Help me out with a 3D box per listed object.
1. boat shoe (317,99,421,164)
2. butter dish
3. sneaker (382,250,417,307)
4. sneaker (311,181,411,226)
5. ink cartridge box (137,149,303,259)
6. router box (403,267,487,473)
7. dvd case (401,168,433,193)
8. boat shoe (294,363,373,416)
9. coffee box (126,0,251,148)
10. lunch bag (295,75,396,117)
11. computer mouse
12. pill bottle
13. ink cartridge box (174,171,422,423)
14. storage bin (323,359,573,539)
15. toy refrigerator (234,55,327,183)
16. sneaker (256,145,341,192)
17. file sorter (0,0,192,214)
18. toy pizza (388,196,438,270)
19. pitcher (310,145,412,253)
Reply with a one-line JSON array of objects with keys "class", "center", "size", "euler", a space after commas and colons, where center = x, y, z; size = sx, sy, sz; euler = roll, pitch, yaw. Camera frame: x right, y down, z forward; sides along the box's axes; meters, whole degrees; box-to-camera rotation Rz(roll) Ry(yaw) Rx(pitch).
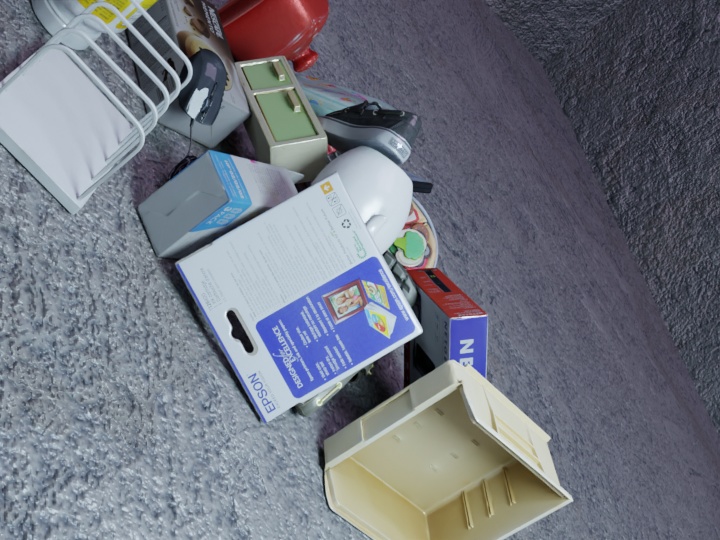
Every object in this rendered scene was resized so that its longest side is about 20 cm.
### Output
[{"class": "boat shoe", "center": [0.008, -0.181, 1.307], "size": [0.070, 0.066, 0.200], "euler": [40, -10, -29]}, {"class": "butter dish", "center": [-0.117, -0.364, 1.554], "size": [0.148, 0.198, 0.200], "euler": [56, 21, -18]}, {"class": "sneaker", "center": [0.000, 0.000, 1.347], "size": [0.199, 0.076, 0.079], "euler": [28, 0, 33]}, {"class": "sneaker", "center": [-0.021, -0.085, 1.536], "size": [0.199, 0.081, 0.075], "euler": [38, 59, -2]}, {"class": "ink cartridge box", "center": [-0.142, -0.066, 1.193], "size": [0.200, 0.115, 0.068], "euler": [5, 55, -62]}, {"class": "router box", "center": [0.102, 0.118, 1.299], "size": [0.180, 0.048, 0.202], "euler": [-131, -142, -67]}, {"class": "dvd case", "center": [-0.009, -0.157, 1.522], "size": [0.142, 0.018, 0.199], "euler": [1, 22, -45]}, {"class": "boat shoe", "center": [-0.021, 0.106, 1.233], "size": [0.201, 0.072, 0.061], "euler": [-30, 99, -50]}, {"class": "coffee box", "center": [-0.227, -0.272, 1.346], "size": [0.113, 0.080, 0.201], "euler": [24, 39, -49]}, {"class": "lunch bag", "center": [-0.049, -0.233, 1.563], "size": [0.199, 0.078, 0.160], "euler": [23, 17, 18]}, {"class": "computer mouse", "center": [-0.190, -0.167, 1.222], "size": [0.058, 0.034, 0.202], "euler": [24, 69, -50]}, {"class": "pill bottle", "center": [-0.276, -0.344, 1.187], "size": [0.112, 0.199, 0.113], "euler": [44, 25, -27]}, {"class": "ink cartridge box", "center": [-0.065, 0.028, 1.128], "size": [0.199, 0.199, 0.047], "euler": [61, -3, -3]}, {"class": "storage bin", "center": [0.092, 0.222, 1.167], "size": [0.198, 0.199, 0.094], "euler": [41, 25, -32]}, {"class": "toy refrigerator", "center": [-0.107, -0.199, 1.354], "size": [0.201, 0.075, 0.070], "euler": [-116, -160, -45]}, {"class": "sneaker", "center": [-0.100, -0.142, 1.422], "size": [0.200, 0.086, 0.074], "euler": [-40, 117, -36]}, {"class": "file sorter", "center": [-0.274, -0.184, 1.076], "size": [0.139, 0.124, 0.200], "euler": [47, 24, -19]}, {"class": "toy pizza", "center": [0.021, -0.051, 1.469], "size": [0.199, 0.032, 0.202], "euler": [9, 62, -17]}, {"class": "pitcher", "center": [-0.014, -0.041, 1.238], "size": [0.121, 0.201, 0.171], "euler": [40, -8, -31]}]
